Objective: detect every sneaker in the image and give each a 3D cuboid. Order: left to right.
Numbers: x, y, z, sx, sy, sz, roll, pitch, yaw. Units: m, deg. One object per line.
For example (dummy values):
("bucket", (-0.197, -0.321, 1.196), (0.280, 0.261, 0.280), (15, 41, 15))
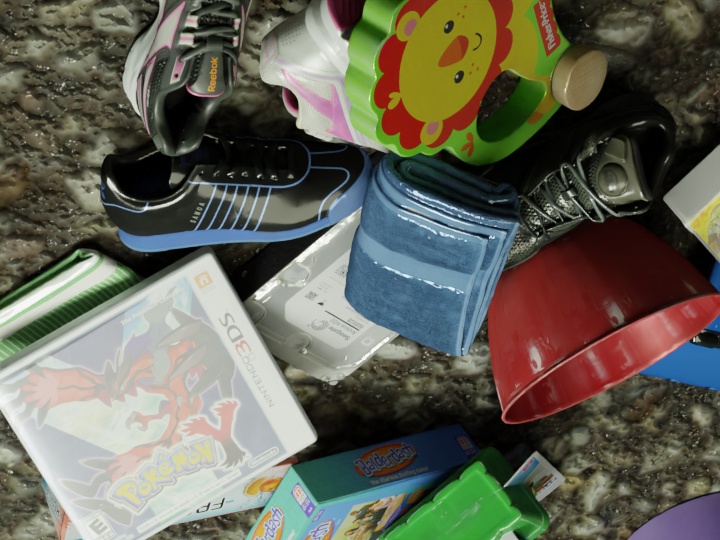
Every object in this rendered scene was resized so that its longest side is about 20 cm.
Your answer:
("sneaker", (-0.102, -0.160, 1.466), (0.080, 0.087, 0.201), (-1, 135, -20))
("sneaker", (-0.090, -0.066, 1.574), (0.199, 0.070, 0.078), (-12, 144, 4))
("sneaker", (-0.005, -0.130, 1.545), (0.088, 0.082, 0.200), (-17, 144, 22))
("sneaker", (0.150, -0.060, 1.618), (0.199, 0.114, 0.076), (-31, 99, 3))

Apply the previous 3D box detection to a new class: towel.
("towel", (-0.206, 0.066, 1.719), (0.152, 0.023, 0.200), (-32, 136, 14))
("towel", (0.048, -0.011, 1.590), (0.111, 0.049, 0.200), (20, 152, 3))

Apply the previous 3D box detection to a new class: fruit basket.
("fruit basket", (0.100, 0.233, 1.890), (0.185, 0.094, 0.200), (-40, 158, 1))

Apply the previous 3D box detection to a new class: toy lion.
("toy lion", (0.072, -0.146, 1.492), (0.192, 0.069, 0.200), (-44, 142, -17))

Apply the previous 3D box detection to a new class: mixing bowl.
("mixing bowl", (0.175, 0.026, 1.718), (0.199, 0.109, 0.200), (-26, 165, -8))

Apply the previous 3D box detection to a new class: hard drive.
("hard drive", (0.000, 0.000, 1.709), (0.200, 0.038, 0.139), (-38, 134, 23))

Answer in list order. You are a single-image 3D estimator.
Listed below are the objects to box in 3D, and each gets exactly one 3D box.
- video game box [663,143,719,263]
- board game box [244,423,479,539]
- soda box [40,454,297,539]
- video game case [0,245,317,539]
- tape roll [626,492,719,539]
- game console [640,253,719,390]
("video game box", (0.358, -0.068, 1.718), (0.200, 0.047, 0.182), (-43, 135, 5))
("board game box", (-0.006, 0.211, 1.874), (0.199, 0.045, 0.152), (-10, 143, -44))
("soda box", (-0.156, 0.164, 1.782), (0.199, 0.069, 0.064), (-9, 145, -23))
("video game case", (-0.159, 0.105, 1.682), (0.199, 0.023, 0.183), (-29, 111, -1))
("tape roll", (0.347, 0.308, 2.121), (0.199, 0.085, 0.201), (-9, 138, -8))
("game console", (0.339, 0.033, 1.875), (0.199, 0.118, 0.172), (12, 99, -30))
